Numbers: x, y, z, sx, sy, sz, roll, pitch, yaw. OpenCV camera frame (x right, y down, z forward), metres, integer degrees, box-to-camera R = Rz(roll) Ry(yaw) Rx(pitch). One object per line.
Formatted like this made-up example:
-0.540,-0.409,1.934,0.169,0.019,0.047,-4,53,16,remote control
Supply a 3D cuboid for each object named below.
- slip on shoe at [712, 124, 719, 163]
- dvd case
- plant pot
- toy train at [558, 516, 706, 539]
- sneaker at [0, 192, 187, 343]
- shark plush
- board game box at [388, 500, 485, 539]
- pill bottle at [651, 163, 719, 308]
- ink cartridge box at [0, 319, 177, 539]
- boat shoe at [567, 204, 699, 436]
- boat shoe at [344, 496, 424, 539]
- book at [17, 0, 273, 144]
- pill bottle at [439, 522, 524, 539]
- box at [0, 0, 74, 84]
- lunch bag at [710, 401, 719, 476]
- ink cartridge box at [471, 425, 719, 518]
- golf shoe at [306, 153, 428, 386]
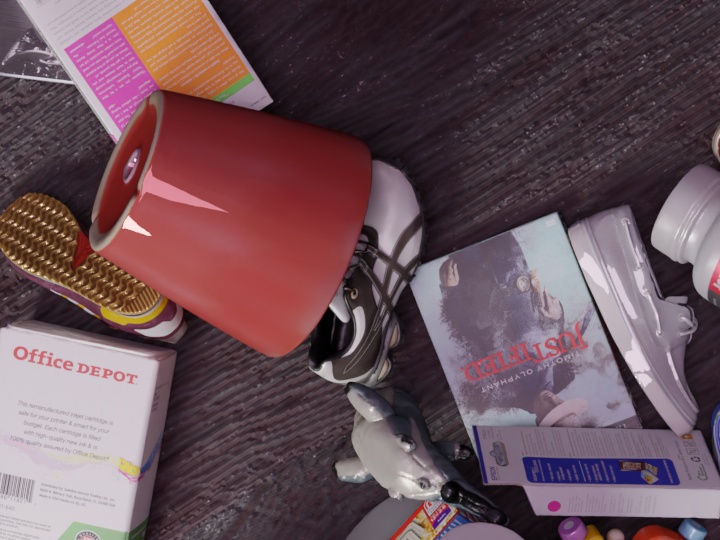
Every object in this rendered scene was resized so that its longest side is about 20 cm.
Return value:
0.388,-0.079,1.607,0.200,0.061,0.074,25,98,8,slip on shoe
0.140,0.067,1.672,0.146,0.022,0.200,-21,91,9,dvd case
-0.113,-0.051,1.586,0.177,0.200,0.201,23,97,-19,plant pot
0.206,0.286,1.630,0.150,0.056,0.200,29,103,-26,toy train
-0.238,0.006,1.700,0.200,0.090,0.075,32,73,31,sneaker
0.056,0.146,1.605,0.083,0.200,0.091,-8,107,-34,shark plush
0.059,0.298,1.647,0.151,0.046,0.200,38,99,-30,board game box
0.342,-0.004,1.581,0.200,0.111,0.111,33,98,22,pill bottle
-0.252,0.154,1.703,0.145,0.084,0.200,11,95,7,ink cartridge box
0.245,0.039,1.636,0.068,0.072,0.200,-27,80,11,boat shoe
0.010,0.272,1.686,0.200,0.071,0.064,-47,121,5,boat shoe
-0.185,-0.191,1.644,0.134,0.048,0.200,-35,105,-8,book
0.090,0.301,1.554,0.109,0.109,0.200,9,126,8,pill bottle
-0.249,-0.263,1.696,0.158,0.048,0.200,8,95,8,box
0.396,0.156,1.614,0.200,0.076,0.161,-12,86,8,lunch bag
0.194,0.166,1.611,0.200,0.095,0.037,4,116,-5,ink cartridge box
0.000,0.000,1.645,0.078,0.094,0.200,8,93,35,golf shoe
